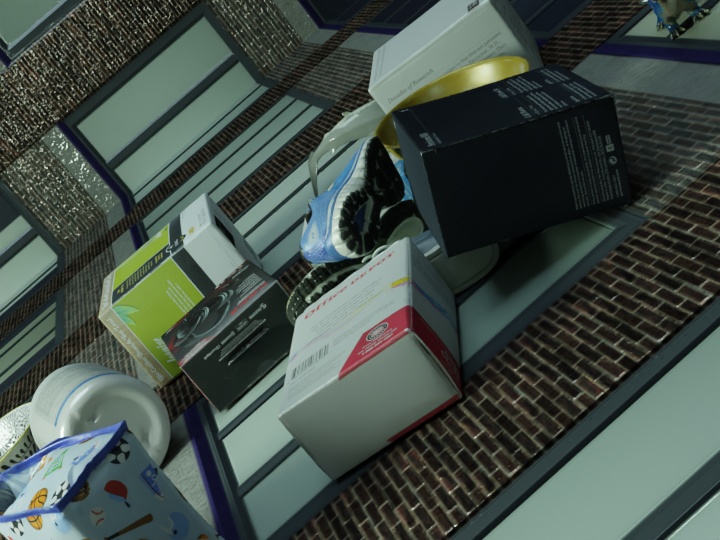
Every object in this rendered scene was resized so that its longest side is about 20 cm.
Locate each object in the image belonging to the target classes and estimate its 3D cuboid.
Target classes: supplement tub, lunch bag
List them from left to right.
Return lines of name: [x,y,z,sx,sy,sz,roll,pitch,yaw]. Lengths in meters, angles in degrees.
supplement tub: [-0.308,0.179,1.489,0.132,0.132,0.199,-45,18,-16]
lunch bag: [-0.232,0.236,1.124,0.199,0.171,0.124,-23,21,45]

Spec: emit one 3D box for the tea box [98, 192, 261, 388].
tea box: [-0.239,0.022,1.727,0.196,0.134,0.200,-38,17,2]

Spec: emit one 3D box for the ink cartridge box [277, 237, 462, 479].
ink cartridge box: [0.011,0.074,1.153,0.147,0.086,0.200,-35,17,17]

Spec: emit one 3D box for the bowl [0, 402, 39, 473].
bowl: [-0.462,0.274,1.641,0.200,0.094,0.201,-37,17,13]

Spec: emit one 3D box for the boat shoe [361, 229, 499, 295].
boat shoe: [0.046,0.006,1.266,0.199,0.075,0.062,-35,19,14]

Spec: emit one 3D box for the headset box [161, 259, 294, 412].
headset box: [-0.146,0.075,1.500,0.149,0.077,0.200,-42,16,-6]

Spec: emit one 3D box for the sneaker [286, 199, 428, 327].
sneaker: [0.000,0.000,1.408,0.199,0.077,0.089,-37,7,-12]

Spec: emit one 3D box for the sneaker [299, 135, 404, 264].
sneaker: [-0.016,-0.074,1.356,0.088,0.079,0.201,-19,23,31]

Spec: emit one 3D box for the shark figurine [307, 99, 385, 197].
shark figurine: [0.007,-0.192,1.844,0.213,0.090,0.128,-32,-17,-1]

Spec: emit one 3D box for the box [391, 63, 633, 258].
box: [0.138,-0.111,1.213,0.180,0.105,0.200,-16,18,-1]

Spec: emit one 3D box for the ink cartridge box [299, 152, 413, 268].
ink cartridge box: [-0.007,-0.054,1.535,0.199,0.068,0.115,-36,17,15]

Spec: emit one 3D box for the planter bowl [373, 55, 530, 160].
planter bowl: [0.121,-0.163,1.481,0.198,0.084,0.201,-25,23,11]

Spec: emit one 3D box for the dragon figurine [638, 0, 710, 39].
dragon figurine: [0.333,-0.321,1.423,0.059,0.100,0.201,-34,18,16]

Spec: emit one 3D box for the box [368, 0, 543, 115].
box: [0.126,-0.273,1.688,0.199,0.131,0.199,-35,18,17]
